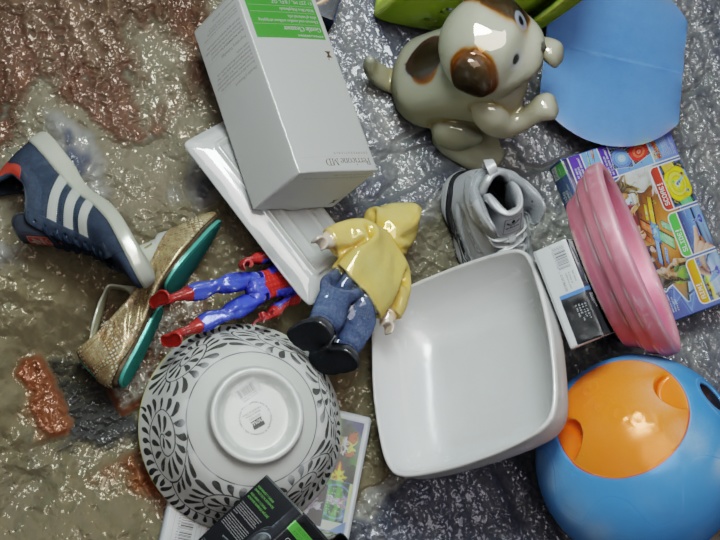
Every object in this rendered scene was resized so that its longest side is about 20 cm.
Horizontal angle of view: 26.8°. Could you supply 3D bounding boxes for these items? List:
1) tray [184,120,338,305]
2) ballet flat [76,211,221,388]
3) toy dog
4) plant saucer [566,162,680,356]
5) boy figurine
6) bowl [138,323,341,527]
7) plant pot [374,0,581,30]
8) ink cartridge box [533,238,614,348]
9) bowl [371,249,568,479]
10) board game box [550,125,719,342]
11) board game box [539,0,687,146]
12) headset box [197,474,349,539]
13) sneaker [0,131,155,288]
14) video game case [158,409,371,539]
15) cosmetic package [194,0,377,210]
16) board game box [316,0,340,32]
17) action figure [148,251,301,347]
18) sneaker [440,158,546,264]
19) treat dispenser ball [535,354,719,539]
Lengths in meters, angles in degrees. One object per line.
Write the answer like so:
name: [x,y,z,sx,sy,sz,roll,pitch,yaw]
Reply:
tray: [-0.079,-0.069,1.495,0.201,0.022,0.107,52,39,0]
ballet flat: [-0.208,0.016,1.452,0.065,0.071,0.201,27,70,8]
toy dog: [0.113,-0.211,1.505,0.193,0.200,0.141,24,74,-8]
plant saucer: [0.253,-0.005,1.481,0.050,0.200,0.202,-23,85,14]
boy figurine: [0.000,0.000,1.466,0.124,0.064,0.201,46,50,-24]
bowl: [-0.104,0.141,1.415,0.199,0.094,0.203,3,77,-14]
plant pot: [0.142,-0.350,1.548,0.180,0.200,0.201,16,75,-18]
ink cartridge box: [0.218,0.021,1.491,0.039,0.200,0.100,-23,85,13]
bowl: [0.113,0.099,1.457,0.074,0.198,0.202,32,45,-47]
board game box: [0.299,-0.041,1.603,0.134,0.034,0.202,-18,83,-17]
board game box: [0.268,-0.223,1.629,0.156,0.039,0.202,10,75,-9]
headset box: [-0.083,0.313,1.360,0.200,0.093,0.175,-42,118,-10]
sneaker: [-0.274,-0.039,1.425,0.084,0.075,0.200,-39,63,-12]
video game case: [-0.094,0.221,1.461,0.181,0.022,0.202,14,75,-11]
cosmetic package: [-0.075,-0.166,1.480,0.107,0.085,0.202,-7,69,-43]
board game box: [-0.104,-0.347,1.565,0.198,0.035,0.137,19,75,-10]
action figure: [-0.107,0.020,1.461,0.199,0.051,0.066,-21,91,-42]
sneaker: [0.146,-0.017,1.519,0.075,0.115,0.202,-20,84,-16]
treat dispenser ball: [0.270,0.183,1.466,0.199,0.201,0.203,3,78,-13]
